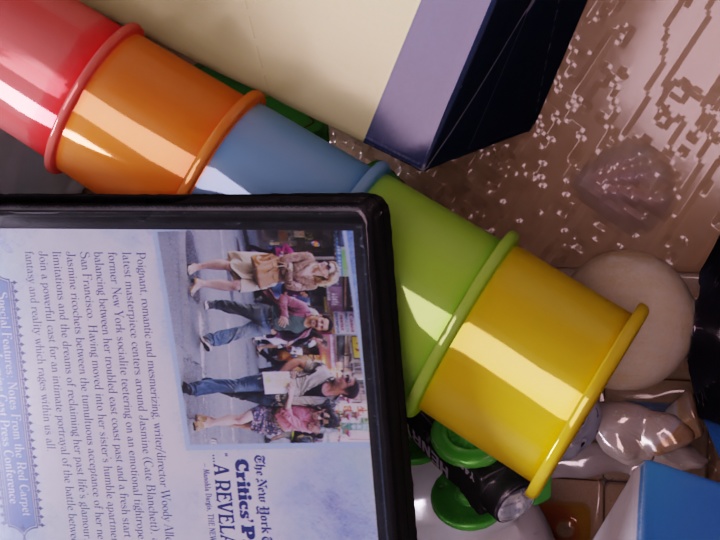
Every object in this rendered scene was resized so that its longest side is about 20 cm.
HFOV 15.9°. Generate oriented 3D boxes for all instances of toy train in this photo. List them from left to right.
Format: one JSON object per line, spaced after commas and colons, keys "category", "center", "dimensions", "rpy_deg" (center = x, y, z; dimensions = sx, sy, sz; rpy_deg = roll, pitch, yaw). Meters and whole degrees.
{"category": "toy train", "center": [0.000, 0.000, 0.770], "dimensions": [0.200, 0.056, 0.042], "rpy_deg": [47, 154, 35]}

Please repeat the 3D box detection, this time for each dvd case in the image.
{"category": "dvd case", "center": [-0.081, 0.049, 0.691], "dimensions": [0.199, 0.018, 0.144], "rpy_deg": [1, 105, 21]}

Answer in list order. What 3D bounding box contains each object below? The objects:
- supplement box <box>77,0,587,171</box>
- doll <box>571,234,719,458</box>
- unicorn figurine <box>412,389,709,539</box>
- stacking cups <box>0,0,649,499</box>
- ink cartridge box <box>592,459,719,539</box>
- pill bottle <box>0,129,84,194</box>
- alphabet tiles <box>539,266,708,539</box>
{"category": "supplement box", "center": [-0.015, -0.164, 0.749], "dimensions": [0.199, 0.134, 0.201], "rpy_deg": [26, 104, 12]}
{"category": "doll", "center": [0.153, 0.029, 0.730], "dimensions": [0.199, 0.048, 0.137], "rpy_deg": [9, 99, -9]}
{"category": "unicorn figurine", "center": [0.044, 0.081, 0.788], "dimensions": [0.137, 0.074, 0.201], "rpy_deg": [-16, 89, 13]}
{"category": "stacking cups", "center": [-0.020, -0.019, 0.687], "dimensions": [0.199, 0.060, 0.061], "rpy_deg": [34, 105, 6]}
{"category": "ink cartridge box", "center": [0.147, 0.141, 0.724], "dimensions": [0.199, 0.067, 0.117], "rpy_deg": [18, 131, -7]}
{"category": "pill bottle", "center": [-0.185, -0.078, 0.824], "dimensions": [0.199, 0.112, 0.113], "rpy_deg": [25, 103, 12]}
{"category": "alphabet tiles", "center": [0.093, 0.100, 0.817], "dimensions": [0.166, 0.008, 0.202], "rpy_deg": [2, 97, 16]}
